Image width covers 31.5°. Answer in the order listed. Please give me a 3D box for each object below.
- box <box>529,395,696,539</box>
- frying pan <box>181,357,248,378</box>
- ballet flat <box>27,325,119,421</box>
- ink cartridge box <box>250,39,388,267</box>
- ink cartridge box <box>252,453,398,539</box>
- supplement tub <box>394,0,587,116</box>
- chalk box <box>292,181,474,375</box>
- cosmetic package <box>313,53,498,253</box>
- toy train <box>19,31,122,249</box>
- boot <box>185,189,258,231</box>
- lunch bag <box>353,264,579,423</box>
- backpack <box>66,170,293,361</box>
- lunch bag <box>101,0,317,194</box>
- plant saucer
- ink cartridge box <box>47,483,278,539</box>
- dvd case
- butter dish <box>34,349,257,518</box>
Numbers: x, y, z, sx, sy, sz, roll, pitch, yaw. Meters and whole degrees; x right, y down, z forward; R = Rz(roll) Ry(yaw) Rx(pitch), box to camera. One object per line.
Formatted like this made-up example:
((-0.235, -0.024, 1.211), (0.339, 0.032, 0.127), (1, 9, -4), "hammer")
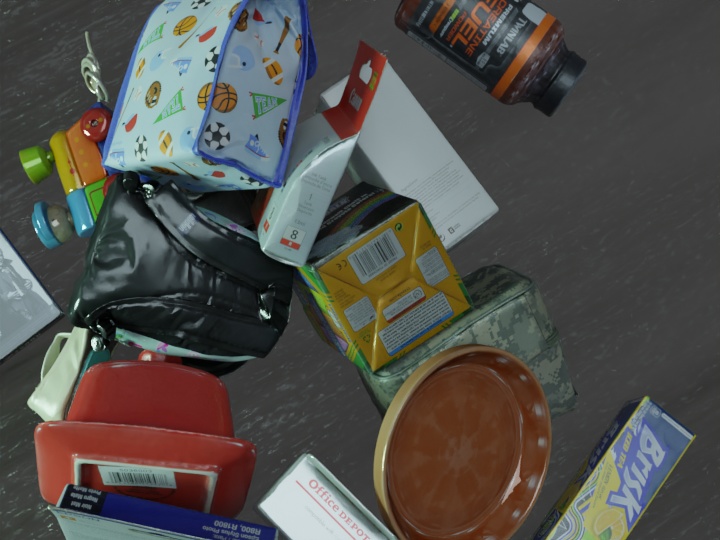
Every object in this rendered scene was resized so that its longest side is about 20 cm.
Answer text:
((0.252, 0.228, 1.298), (0.070, 0.064, 0.201), (38, 77, 1), "box")
((-0.177, 0.027, 1.300), (0.114, 0.031, 0.191), (-33, 75, -16), "frying pan")
((-0.270, 0.061, 1.271), (0.069, 0.069, 0.201), (26, 79, -1), "ballet flat")
((-0.043, -0.119, 1.186), (0.050, 0.162, 0.202), (18, 102, -13), "ink cartridge box")
((-0.038, 0.236, 1.192), (0.116, 0.200, 0.067), (44, 78, 3), "ink cartridge box")
((0.142, -0.249, 1.352), (0.199, 0.107, 0.107), (35, 77, 1), "supplement tub")
((0.000, 0.000, 1.254), (0.124, 0.200, 0.125), (-32, 108, -10), "chalk box")
((0.042, -0.107, 1.314), (0.085, 0.108, 0.201), (-35, 86, -12), "cosmetic package")
((-0.295, -0.129, 1.297), (0.115, 0.085, 0.202), (-21, 82, 3), "toy train")
((-0.139, -0.122, 1.316), (0.199, 0.069, 0.175), (-29, 90, -20), "boot")
((0.107, 0.115, 1.265), (0.199, 0.139, 0.169), (-31, 106, -11), "lunch bag")
((-0.161, 0.007, 1.210), (0.198, 0.127, 0.168), (19, 94, -17), "backpack")
((-0.135, -0.179, 1.193), (0.123, 0.169, 0.202), (21, 74, -42), "lunch bag")
((0.092, 0.166, 1.164), (0.199, 0.032, 0.202), (-6, 101, -34), "plant saucer")
((-0.173, 0.242, 1.161), (0.198, 0.200, 0.041), (12, 64, 0), "ink cartridge box")
((-0.416, 0.011, 1.279), (0.150, 0.025, 0.201), (-37, 85, -12), "dvd case")
((-0.198, 0.143, 1.213), (0.198, 0.200, 0.149), (7, 58, -8), "butter dish")
